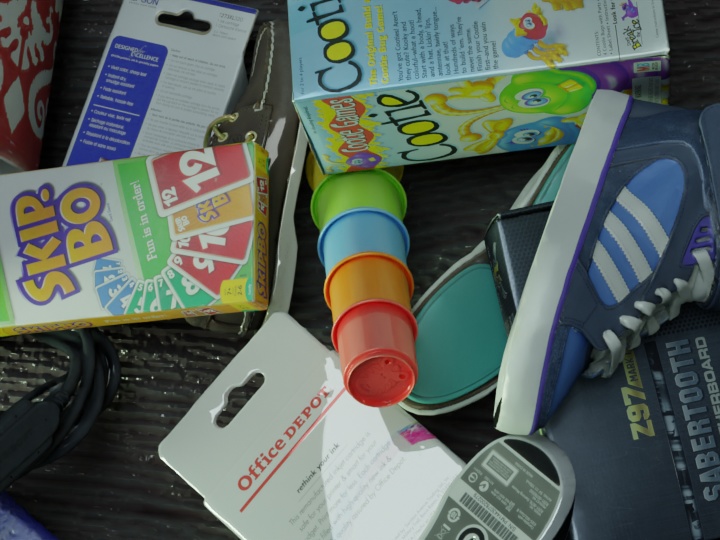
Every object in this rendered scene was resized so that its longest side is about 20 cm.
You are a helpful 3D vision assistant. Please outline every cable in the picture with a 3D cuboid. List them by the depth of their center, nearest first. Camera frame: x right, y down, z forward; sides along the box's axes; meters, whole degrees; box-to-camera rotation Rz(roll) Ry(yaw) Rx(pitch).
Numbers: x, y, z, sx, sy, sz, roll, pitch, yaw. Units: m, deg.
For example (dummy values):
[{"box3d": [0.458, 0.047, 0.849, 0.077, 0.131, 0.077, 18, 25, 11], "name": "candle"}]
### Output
[{"box3d": [-0.236, 0.080, 1.180, 0.163, 0.051, 0.200, 7, 39, 35], "name": "cable"}]

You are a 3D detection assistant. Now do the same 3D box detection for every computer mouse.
[{"box3d": [0.049, 0.175, 1.026, 0.200, 0.044, 0.110, -52, 47, 1], "name": "computer mouse"}]

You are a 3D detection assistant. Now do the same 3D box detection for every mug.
[{"box3d": [-0.270, -0.155, 1.252, 0.177, 0.133, 0.201, 4, 71, 14], "name": "mug"}]

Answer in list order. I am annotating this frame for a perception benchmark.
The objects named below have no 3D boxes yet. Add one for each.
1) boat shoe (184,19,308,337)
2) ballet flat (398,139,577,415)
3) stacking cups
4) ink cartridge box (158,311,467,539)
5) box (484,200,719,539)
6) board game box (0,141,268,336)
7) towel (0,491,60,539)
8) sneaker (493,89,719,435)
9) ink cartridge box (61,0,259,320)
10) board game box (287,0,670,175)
[{"box3d": [-0.065, -0.060, 1.191, 0.059, 0.072, 0.201, 8, 78, -11], "name": "boat shoe"}, {"box3d": [0.085, 0.006, 1.137, 0.069, 0.069, 0.200, 34, 76, 22], "name": "ballet flat"}, {"box3d": [0.000, 0.000, 1.116, 0.060, 0.061, 0.200, -15, 38, 10], "name": "stacking cups"}, {"box3d": [-0.004, 0.130, 1.122, 0.200, 0.068, 0.115, 40, 86, 22], "name": "ink cartridge box"}, {"box3d": [0.165, 0.054, 1.074, 0.157, 0.051, 0.201, -10, 77, -8], "name": "box"}, {"box3d": [-0.149, -0.016, 1.163, 0.199, 0.030, 0.096, -7, 74, 22], "name": "board game box"}, {"box3d": [-0.260, 0.218, 1.178, 0.148, 0.050, 0.200, 39, 85, 15], "name": "towel"}, {"box3d": [0.161, 0.009, 1.017, 0.146, 0.081, 0.201, 19, 69, 4], "name": "sneaker"}, {"box3d": [-0.132, -0.076, 1.239, 0.094, 0.037, 0.201, 14, 80, 19], "name": "ink cartridge box"}, {"box3d": [0.065, -0.130, 1.099, 0.199, 0.103, 0.105, -6, 69, 6], "name": "board game box"}]
